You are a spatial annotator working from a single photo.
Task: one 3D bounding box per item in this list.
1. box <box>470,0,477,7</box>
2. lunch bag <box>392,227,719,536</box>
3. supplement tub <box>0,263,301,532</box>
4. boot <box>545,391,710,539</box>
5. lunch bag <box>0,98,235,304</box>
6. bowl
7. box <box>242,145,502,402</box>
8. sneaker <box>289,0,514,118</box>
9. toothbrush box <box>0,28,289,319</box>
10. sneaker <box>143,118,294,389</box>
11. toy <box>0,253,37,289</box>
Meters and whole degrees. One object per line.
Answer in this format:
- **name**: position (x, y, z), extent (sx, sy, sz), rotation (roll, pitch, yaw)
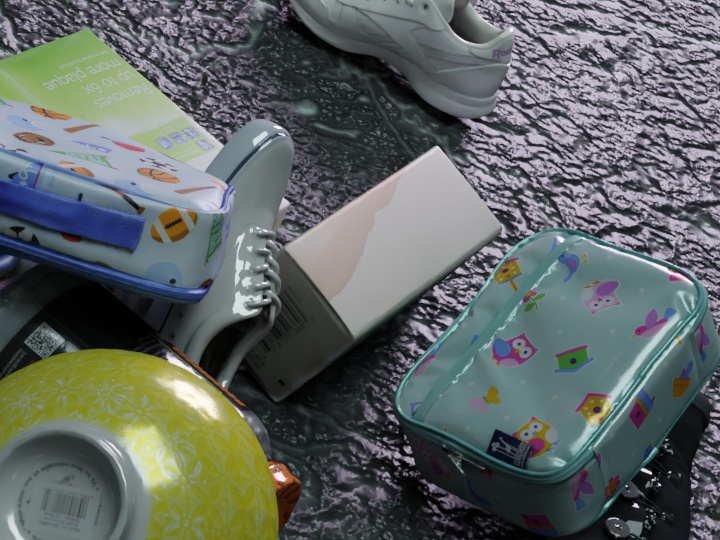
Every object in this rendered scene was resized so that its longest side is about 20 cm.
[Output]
- **box**: position (0.005, -0.262, 1.970), extent (0.200, 0.041, 0.039), rotation (22, 36, -8)
- **lunch bag**: position (0.122, 0.068, 1.529), extent (0.160, 0.077, 0.200), rotation (25, 60, 35)
- **supplement tub**: position (-0.139, 0.097, 1.376), extent (0.200, 0.123, 0.122), rotation (39, 38, 16)
- **boot**: position (0.143, 0.135, 1.567), extent (0.164, 0.066, 0.200), rotation (18, 45, 3)
- **lunch bag**: position (-0.173, -0.041, 1.371), extent (0.199, 0.076, 0.160), rotation (16, 11, -2)
- **bowl**: position (-0.148, 0.131, 1.250), extent (0.200, 0.200, 0.108), rotation (38, -6, 14)
- **box**: position (0.000, 0.000, 1.593), extent (0.078, 0.095, 0.200), rotation (52, 38, 2)
- **sneaker**: position (0.034, -0.205, 1.869), extent (0.200, 0.100, 0.075), rotation (30, 38, 6)
- **toothbrush box**: position (-0.173, -0.054, 1.569), extent (0.200, 0.086, 0.145), rotation (42, 39, 17)
- **sneaker**: position (-0.078, 0.006, 1.476), extent (0.071, 0.200, 0.073), rotation (23, 1, 28)
- **toy**: position (-0.268, -0.035, 1.469), extent (0.200, 0.047, 0.115), rotation (23, 28, 27)
